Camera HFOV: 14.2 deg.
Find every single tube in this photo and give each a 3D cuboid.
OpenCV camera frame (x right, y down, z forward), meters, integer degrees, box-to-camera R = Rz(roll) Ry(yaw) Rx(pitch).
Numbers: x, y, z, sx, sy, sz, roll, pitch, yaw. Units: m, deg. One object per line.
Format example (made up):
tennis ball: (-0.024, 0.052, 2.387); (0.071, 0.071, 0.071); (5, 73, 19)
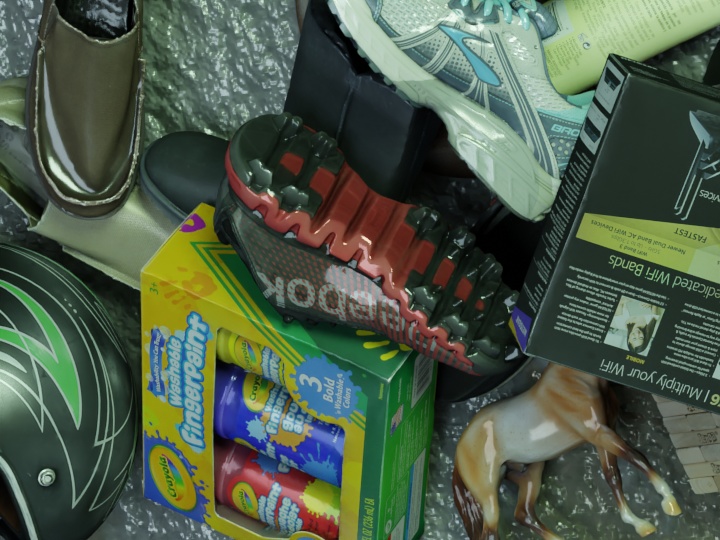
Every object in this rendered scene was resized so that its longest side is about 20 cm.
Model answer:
tube: (0.164, -0.149, 1.547); (0.199, 0.052, 0.058); (-29, 118, 21)

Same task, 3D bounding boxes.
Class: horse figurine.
horse figurine: (0.111, 0.108, 1.683); (0.200, 0.050, 0.133); (-35, 76, 41)

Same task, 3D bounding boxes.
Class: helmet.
helmet: (-0.232, 0.083, 1.786); (0.189, 0.200, 0.201); (4, 114, -4)

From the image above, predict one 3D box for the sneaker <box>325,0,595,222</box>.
sneaker: (0.053, -0.122, 1.520); (0.086, 0.078, 0.200); (-43, 107, 8)

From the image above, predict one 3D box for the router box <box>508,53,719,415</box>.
router box: (0.197, -0.007, 1.513); (0.199, 0.052, 0.158); (18, 103, -12)

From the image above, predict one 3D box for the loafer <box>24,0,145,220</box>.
loafer: (-0.164, -0.129, 1.715); (0.073, 0.071, 0.201); (-1, 95, -5)

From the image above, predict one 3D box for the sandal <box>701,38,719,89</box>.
sandal: (0.196, -0.064, 1.575); (0.075, 0.045, 0.200); (41, 123, 14)

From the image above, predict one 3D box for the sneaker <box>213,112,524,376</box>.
sneaker: (0.000, 0.000, 1.608); (0.200, 0.071, 0.098); (35, 137, -3)

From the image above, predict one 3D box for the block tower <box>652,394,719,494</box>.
block tower: (0.183, 0.031, 1.589); (0.058, 0.054, 0.201); (-11, 112, 42)

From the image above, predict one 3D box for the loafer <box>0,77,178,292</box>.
loafer: (-0.169, -0.041, 1.786); (0.200, 0.068, 0.076); (35, 122, 15)

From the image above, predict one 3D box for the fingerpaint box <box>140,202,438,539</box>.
fingerpaint box: (-0.044, 0.081, 1.714); (0.166, 0.073, 0.201); (24, 138, 18)

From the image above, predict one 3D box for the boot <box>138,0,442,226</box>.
boot: (-0.041, -0.082, 1.657); (0.164, 0.066, 0.200); (30, 145, 8)

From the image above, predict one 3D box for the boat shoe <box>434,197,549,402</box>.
boat shoe: (0.078, 0.011, 1.655); (0.074, 0.063, 0.202); (46, 134, 11)

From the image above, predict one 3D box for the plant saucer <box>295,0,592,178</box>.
plant saucer: (0.041, -0.144, 1.644); (0.199, 0.037, 0.202); (12, 114, 27)
